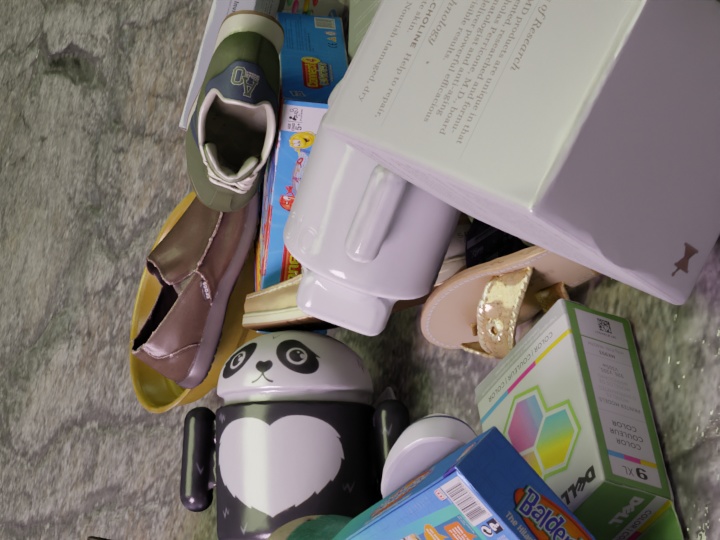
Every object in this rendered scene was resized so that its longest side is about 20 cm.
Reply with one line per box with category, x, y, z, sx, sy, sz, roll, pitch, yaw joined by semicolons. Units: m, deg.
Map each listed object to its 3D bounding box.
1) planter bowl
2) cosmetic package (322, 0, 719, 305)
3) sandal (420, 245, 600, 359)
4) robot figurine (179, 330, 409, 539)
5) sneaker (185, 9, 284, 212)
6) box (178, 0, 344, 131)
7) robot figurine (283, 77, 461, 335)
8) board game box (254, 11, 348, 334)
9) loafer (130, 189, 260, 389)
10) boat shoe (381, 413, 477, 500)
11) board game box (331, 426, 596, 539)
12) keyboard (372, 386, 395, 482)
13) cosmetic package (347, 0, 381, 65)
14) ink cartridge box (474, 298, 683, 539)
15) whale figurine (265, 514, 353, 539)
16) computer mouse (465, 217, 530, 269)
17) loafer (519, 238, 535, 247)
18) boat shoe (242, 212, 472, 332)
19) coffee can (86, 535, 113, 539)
planter bowl;-0.122;0.034;1.880;0.200;0.083;0.201;-39;43;49
cosmetic package;0.122;-0.105;1.331;0.200;0.167;0.167;26;88;45
sandal;0.113;0.029;1.450;0.211;0.077;0.070;-36;46;42
robot figurine;-0.049;0.145;1.618;0.125;0.149;0.201;159;112;-67
sneaker;-0.100;-0.095;1.619;0.201;0.067;0.090;106;173;-49
box;-0.080;-0.175;1.825;0.200;0.041;0.157;20;-95;-73
robot figurine;0.017;-0.059;1.488;0.170;0.112;0.201;-86;16;-73
board game box;-0.048;-0.079;1.719;0.200;0.056;0.197;-98;14;-65
loafer;-0.136;-0.006;1.752;0.073;0.071;0.201;9;84;69
boat shoe;0.050;0.138;1.437;0.200;0.073;0.066;92;180;-57
board game box;0.075;0.194;1.339;0.045;0.152;0.200;-42;1;-35
keyboard;-0.019;0.174;1.690;0.200;0.011;0.056;-54;33;35
cosmetic package;0.046;-0.139;1.660;0.107;0.090;0.201;-34;50;53
ink cartridge box;0.137;0.129;1.364;0.104;0.059;0.201;-50;35;38
whale figurine;-0.010;0.270;1.499;0.103;0.159;0.201;-5;94;35
computer mouse;0.109;-0.060;1.562;0.059;0.034;0.201;-31;42;42
loafer;0.125;-0.091;1.513;0.063;0.071;0.201;115;161;-52
boat shoe;0.000;0.000;1.610;0.199;0.074;0.067;-14;79;22
coffee can;-0.171;0.328;1.746;0.146;0.146;0.201;-2;75;62
